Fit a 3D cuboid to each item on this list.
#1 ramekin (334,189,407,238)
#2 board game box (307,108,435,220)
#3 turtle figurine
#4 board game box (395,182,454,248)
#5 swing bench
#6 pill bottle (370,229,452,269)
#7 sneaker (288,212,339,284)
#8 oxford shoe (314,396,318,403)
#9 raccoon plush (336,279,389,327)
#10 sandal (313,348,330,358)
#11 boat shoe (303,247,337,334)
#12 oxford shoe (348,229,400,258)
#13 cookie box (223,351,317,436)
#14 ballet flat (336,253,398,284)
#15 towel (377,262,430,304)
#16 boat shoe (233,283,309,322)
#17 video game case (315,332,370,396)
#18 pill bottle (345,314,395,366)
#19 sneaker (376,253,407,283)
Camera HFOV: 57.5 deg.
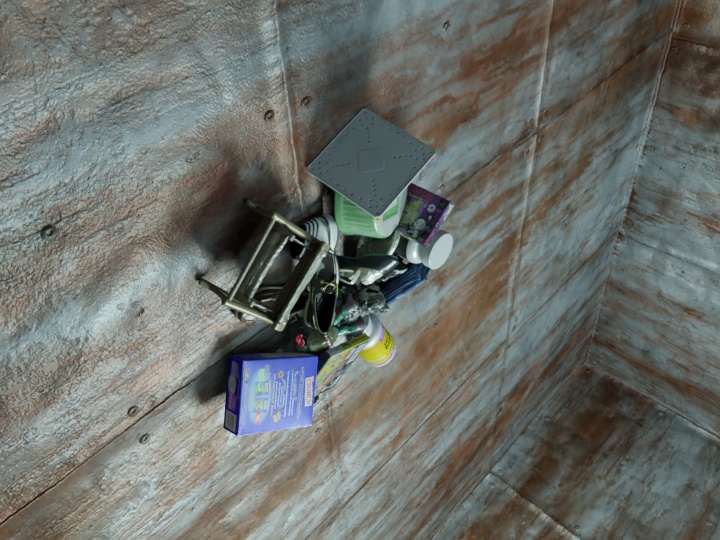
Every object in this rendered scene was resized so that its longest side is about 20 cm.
[{"bbox_3d":[0.030,-0.168,1.478,0.200,0.097,0.202,-44,141,-51],"label":"ramekin"},{"bbox_3d":[0.023,-0.226,1.386,0.200,0.199,0.026,-49,159,-16],"label":"board game box"},{"bbox_3d":[-0.090,0.143,1.569,0.199,0.101,0.150,-25,137,-6],"label":"turtle figurine"},{"bbox_3d":[0.110,-0.147,1.558,0.120,0.199,0.032,-55,146,-7],"label":"board game box"},{"bbox_3d":[-0.175,-0.002,1.308,0.199,0.129,0.200,31,88,-39],"label":"swing bench"},{"bbox_3d":[0.121,-0.088,1.620,0.116,0.199,0.117,-33,138,-35],"label":"pill bottle"},{"bbox_3d":[-0.113,-0.025,1.488,0.115,0.075,0.202,-20,123,-33],"label":"sneaker"},{"bbox_3d":[-0.186,0.341,1.685,0.071,0.072,0.199,-43,161,34],"label":"oxford shoe"},{"bbox_3d":[-0.010,0.119,1.665,0.096,0.134,0.202,-5,119,-53],"label":"raccoon plush"},{"bbox_3d":[-0.100,0.233,1.700,0.082,0.055,0.200,-42,159,-7],"label":"sandal"},{"bbox_3d":[-0.080,0.042,1.453,0.071,0.060,0.203,-8,115,-35],"label":"boat shoe"},{"bbox_3d":[0.028,-0.045,1.574,0.058,0.200,0.076,32,55,-18],"label":"oxford shoe"},{"bbox_3d":[-0.203,0.277,1.502,0.199,0.075,0.173,3,94,-38],"label":"cookie box"},{"bbox_3d":[0.000,0.000,1.526,0.073,0.199,0.074,-3,93,-55],"label":"ballet flat"},{"bbox_3d":[0.101,0.030,1.717,0.200,0.049,0.112,-36,-166,37],"label":"towel"},{"bbox_3d":[-0.183,0.075,1.451,0.201,0.075,0.075,-20,131,-45],"label":"boat shoe"},{"bbox_3d":[-0.079,0.252,1.654,0.180,0.026,0.201,-18,148,-55],"label":"video game case"},{"bbox_3d":[0.021,0.180,1.784,0.105,0.104,0.200,-52,147,-11],"label":"pill bottle"},{"bbox_3d":[0.067,-0.002,1.674,0.087,0.080,0.200,-55,178,11],"label":"sneaker"}]
